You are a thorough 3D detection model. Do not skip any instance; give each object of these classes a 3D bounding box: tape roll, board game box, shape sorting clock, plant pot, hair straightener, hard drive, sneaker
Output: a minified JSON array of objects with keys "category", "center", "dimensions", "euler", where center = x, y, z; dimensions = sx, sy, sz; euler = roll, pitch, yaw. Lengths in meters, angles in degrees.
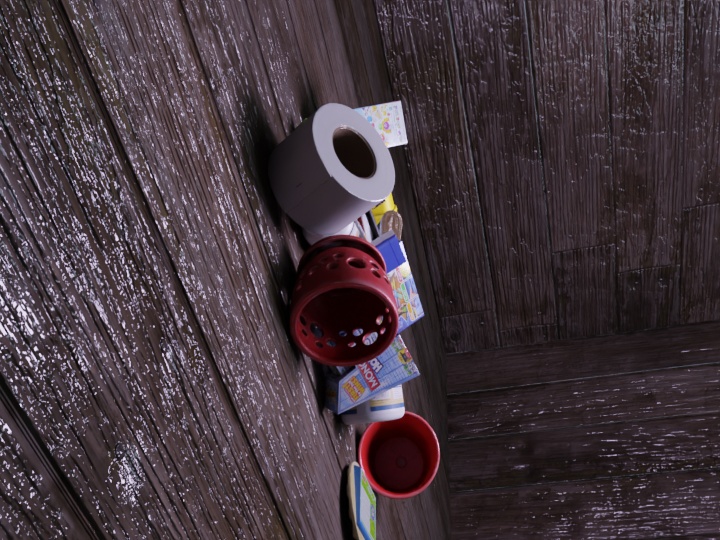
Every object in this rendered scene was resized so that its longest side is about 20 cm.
[{"category":"tape roll","center":[-0.053,-0.185,1.398],"dimensions":[0.201,0.139,0.205],"euler":[24,51,-34]},{"category":"board game box","center":[0.066,0.048,1.759],"dimensions":[0.034,0.135,0.202],"euler":[14,-52,53]},{"category":"shape sorting clock","center":[-0.001,0.517,1.638],"dimensions":[0.200,0.039,0.203],"euler":[-10,90,-79]},{"category":"plant pot","center":[-0.036,0.049,1.417],"dimensions":[0.183,0.198,0.202],"euler":[-100,175,-54]},{"category":"hair straightener","center":[0.016,-0.159,1.697],"dimensions":[0.041,0.076,0.203],"euler":[166,-91,-76]},{"category":"hard drive","center":[0.000,0.000,1.627],"dimensions":[0.025,0.199,0.132],"euler":[57,-1,27]},{"category":"board game box","center":[-0.004,-0.331,1.790],"dimensions":[0.103,0.198,0.106],"euler":[9,-68,59]},{"category":"plant pot","center":[0.095,0.458,1.838],"dimensions":[0.178,0.198,0.203],"euler":[80,6,-68]},{"category":"sneaker","center":[0.051,-0.038,1.851],"dimensions":[0.109,0.069,0.202],"euler":[131,-26,-64]},{"category":"board game box","center":[-0.006,0.185,1.539],"dimensions":[0.061,0.199,0.201],"euler":[9,-49,62]}]

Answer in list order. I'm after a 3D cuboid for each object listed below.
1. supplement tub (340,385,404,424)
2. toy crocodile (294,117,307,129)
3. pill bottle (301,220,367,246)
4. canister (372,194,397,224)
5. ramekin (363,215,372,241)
[{"category":"supplement tub","center":[0.018,0.231,1.673],"dimensions":[0.145,0.143,0.203],"euler":[31,52,-76]},{"category":"toy crocodile","center":[-0.082,-0.236,1.580],"dimensions":[0.062,0.067,0.201],"euler":[18,40,-62]},{"category":"pill bottle","center":[-0.059,-0.084,1.585],"dimensions":[0.200,0.115,0.118],"euler":[60,24,-63]},{"category":"canister","center":[0.004,-0.219,1.945],"dimensions":[0.087,0.147,0.202],"euler":[-72,149,-68]},{"category":"ramekin","center":[-0.034,-0.131,1.800],"dimensions":[0.200,0.096,0.203],"euler":[-8,90,-79]}]
